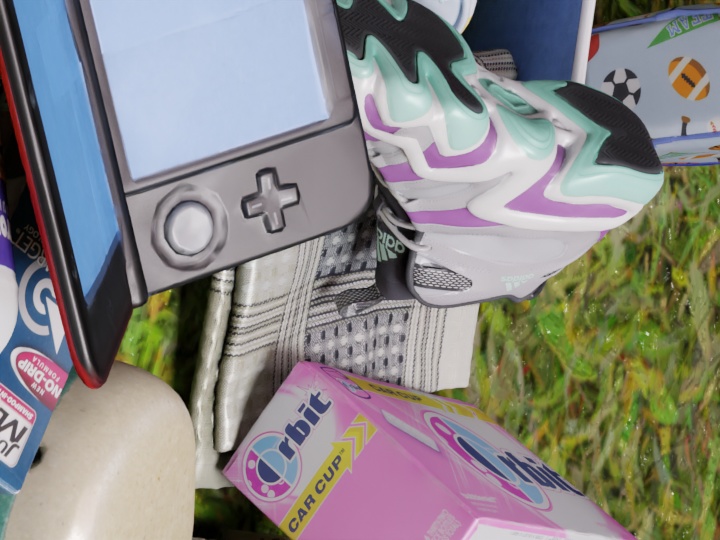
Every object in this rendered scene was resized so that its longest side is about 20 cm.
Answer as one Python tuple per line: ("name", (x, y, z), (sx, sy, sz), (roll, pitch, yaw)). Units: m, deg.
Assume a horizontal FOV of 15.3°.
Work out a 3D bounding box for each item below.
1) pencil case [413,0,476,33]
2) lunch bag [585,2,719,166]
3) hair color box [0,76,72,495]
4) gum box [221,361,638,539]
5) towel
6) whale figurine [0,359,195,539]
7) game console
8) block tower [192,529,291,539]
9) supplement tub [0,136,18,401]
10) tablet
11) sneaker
("pencil case", (0.036, -0.176, 1.219), (0.200, 0.090, 0.083), (-62, 150, -48))
("lunch bag", (0.201, -0.092, 1.397), (0.160, 0.199, 0.076), (6, 85, -55))
("hair color box", (-0.143, -0.021, 1.004), (0.061, 0.100, 0.201), (44, 58, -45))
("gum box", (0.039, 0.111, 1.228), (0.066, 0.113, 0.200), (-54, 152, 9))
("towel", (0.000, 0.000, 1.226), (0.192, 0.034, 0.201), (-11, 117, -54))
("whale figurine", (-0.124, 0.111, 1.070), (0.200, 0.103, 0.160), (78, 30, -63))
("game console", (-0.063, -0.084, 0.920), (0.172, 0.119, 0.201), (-19, 106, -26))
("block tower", (-0.064, 0.213, 1.179), (0.058, 0.054, 0.201), (27, 71, -53))
("supplement tub", (-0.188, -0.033, 0.870), (0.145, 0.145, 0.201), (4, 76, -55))
("tablet", (0.088, -0.162, 1.302), (0.014, 0.130, 0.201), (11, 84, -24))
("sneaker", (0.019, -0.035, 1.156), (0.199, 0.140, 0.078), (24, 34, -27))
